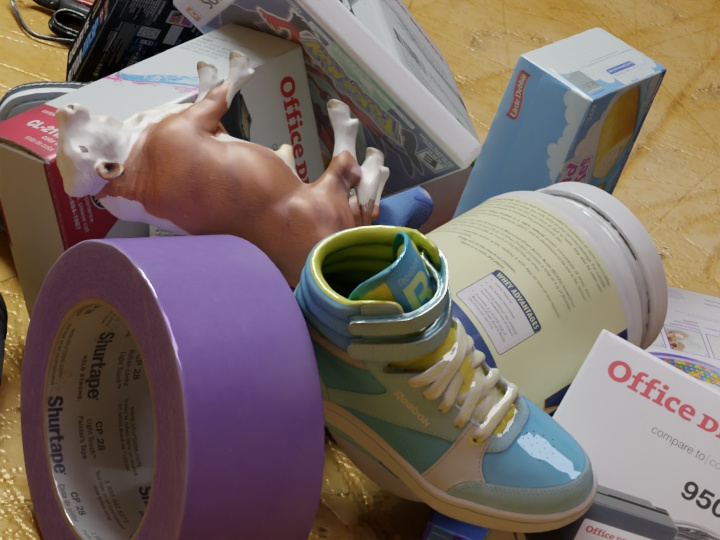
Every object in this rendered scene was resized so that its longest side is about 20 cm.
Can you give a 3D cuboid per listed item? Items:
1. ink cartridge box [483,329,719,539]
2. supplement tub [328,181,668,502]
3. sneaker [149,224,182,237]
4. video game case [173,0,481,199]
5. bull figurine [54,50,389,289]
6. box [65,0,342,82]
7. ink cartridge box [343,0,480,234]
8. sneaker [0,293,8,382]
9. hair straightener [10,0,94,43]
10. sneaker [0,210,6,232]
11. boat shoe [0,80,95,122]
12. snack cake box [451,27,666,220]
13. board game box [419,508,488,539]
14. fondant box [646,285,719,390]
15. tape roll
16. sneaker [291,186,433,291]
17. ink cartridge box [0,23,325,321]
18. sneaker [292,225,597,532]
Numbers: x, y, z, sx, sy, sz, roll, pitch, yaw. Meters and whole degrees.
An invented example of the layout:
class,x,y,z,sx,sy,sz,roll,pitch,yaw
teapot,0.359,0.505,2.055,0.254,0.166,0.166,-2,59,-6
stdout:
class,x,y,z,sx,sy,sz,roll,pitch,yaw
ink cartridge box,0.150,0.157,1.155,0.144,0.201,0.084,28,-10,13
supplement tub,0.081,0.038,1.260,0.145,0.146,0.199,38,47,27
sneaker,-0.073,0.026,1.282,0.075,0.202,0.105,-14,8,12
video game case,-0.027,-0.129,1.344,0.200,0.182,0.023,44,74,-10
bull figurine,-0.077,-0.059,1.191,0.199,0.065,0.122,29,69,-1
box,-0.119,-0.171,1.518,0.158,0.200,0.046,9,65,-18
ink cartridge box,0.018,-0.139,1.592,0.147,0.083,0.201,49,15,-33
sneaker,-0.300,0.021,1.228,0.199,0.071,0.099,24,28,-7
hair straightener,-0.193,-0.191,1.646,0.199,0.041,0.077,23,30,3
sneaker,-0.155,-0.049,1.408,0.199,0.077,0.111,-7,35,-32
boat shoe,-0.177,-0.102,1.494,0.199,0.076,0.060,14,30,-35
snack cake box,0.134,-0.067,1.495,0.067,0.201,0.115,34,33,22
board game box,0.139,0.174,1.273,0.199,0.045,0.135,23,31,4
fondant box,0.239,0.091,1.454,0.143,0.059,0.201,13,31,-13
tape roll,-0.106,0.082,1.117,0.084,0.201,0.200,-2,37,-34
sneaker,0.000,0.000,1.446,0.089,0.079,0.200,36,41,11
ink cartridge box,-0.122,-0.052,1.305,0.199,0.147,0.083,-28,31,-31
sneaker,0.044,0.053,1.079,0.199,0.131,0.080,27,52,9
